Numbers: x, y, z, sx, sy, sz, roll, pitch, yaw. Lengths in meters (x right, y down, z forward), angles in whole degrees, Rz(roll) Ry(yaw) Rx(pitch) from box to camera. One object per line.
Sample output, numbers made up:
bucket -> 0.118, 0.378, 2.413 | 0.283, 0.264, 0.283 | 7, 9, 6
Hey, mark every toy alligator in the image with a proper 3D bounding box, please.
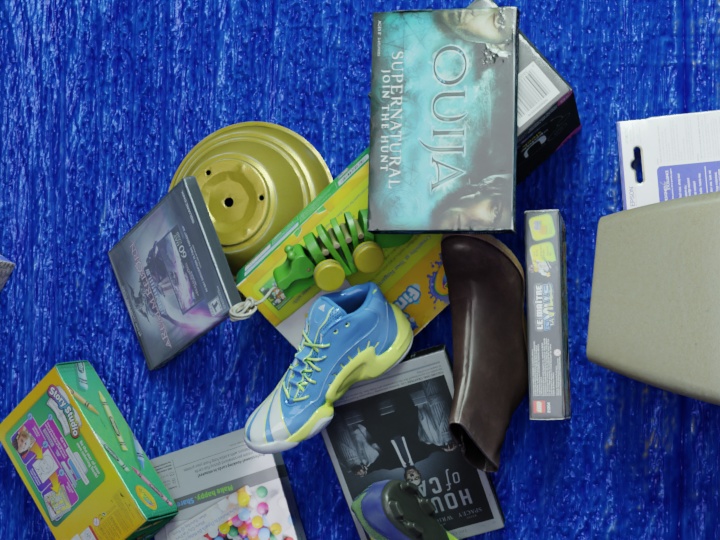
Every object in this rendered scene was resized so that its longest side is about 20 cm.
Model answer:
toy alligator -> -0.045, -0.013, 1.241 | 0.198, 0.059, 0.055 | -24, 123, 1

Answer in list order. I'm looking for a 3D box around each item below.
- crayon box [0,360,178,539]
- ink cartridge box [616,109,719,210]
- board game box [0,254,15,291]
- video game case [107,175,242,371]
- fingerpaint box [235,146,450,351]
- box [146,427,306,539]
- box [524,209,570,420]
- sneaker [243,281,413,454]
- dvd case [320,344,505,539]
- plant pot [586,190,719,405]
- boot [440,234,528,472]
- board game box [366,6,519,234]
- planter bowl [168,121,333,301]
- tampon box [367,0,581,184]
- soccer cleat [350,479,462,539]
crayon box -> -0.294, 0.212, 1.379 | 0.119, 0.058, 0.201 | -43, 71, 23
ink cartridge box -> 0.361, -0.112, 1.300 | 0.198, 0.037, 0.096 | -5, 84, 10
board game box -> -0.522, 0.007, 1.455 | 0.199, 0.097, 0.160 | 31, 92, 14
video game case -> -0.198, 0.008, 1.358 | 0.200, 0.019, 0.144 | -34, 74, 49
fingerpaint box -> 0.000, 0.000, 1.323 | 0.200, 0.073, 0.167 | -44, 102, 6
box -> -0.139, 0.279, 1.372 | 0.155, 0.041, 0.202 | -19, 82, 11
box -> 0.186, 0.047, 1.285 | 0.034, 0.110, 0.202 | -2, 85, 12
sneaker -> -0.045, 0.083, 1.241 | 0.200, 0.106, 0.076 | -39, 36, -17
dvd case -> 0.046, 0.188, 1.310 | 0.149, 0.025, 0.202 | -17, 103, 11
plant pot -> 0.318, 0.028, 1.224 | 0.175, 0.199, 0.202 | 5, 86, 24
boot -> 0.114, 0.075, 1.236 | 0.072, 0.201, 0.167 | -4, 48, 28
board game box -> 0.075, -0.134, 1.164 | 0.134, 0.028, 0.202 | 0, 85, 14
planter bowl -> -0.129, -0.067, 1.381 | 0.198, 0.083, 0.203 | -1, 85, 12
tampon box -> 0.120, -0.154, 1.273 | 0.150, 0.200, 0.127 | -41, 78, 7
soccer cleat -> 0.066, 0.292, 1.303 | 0.083, 0.065, 0.201 | -23, 108, 44
